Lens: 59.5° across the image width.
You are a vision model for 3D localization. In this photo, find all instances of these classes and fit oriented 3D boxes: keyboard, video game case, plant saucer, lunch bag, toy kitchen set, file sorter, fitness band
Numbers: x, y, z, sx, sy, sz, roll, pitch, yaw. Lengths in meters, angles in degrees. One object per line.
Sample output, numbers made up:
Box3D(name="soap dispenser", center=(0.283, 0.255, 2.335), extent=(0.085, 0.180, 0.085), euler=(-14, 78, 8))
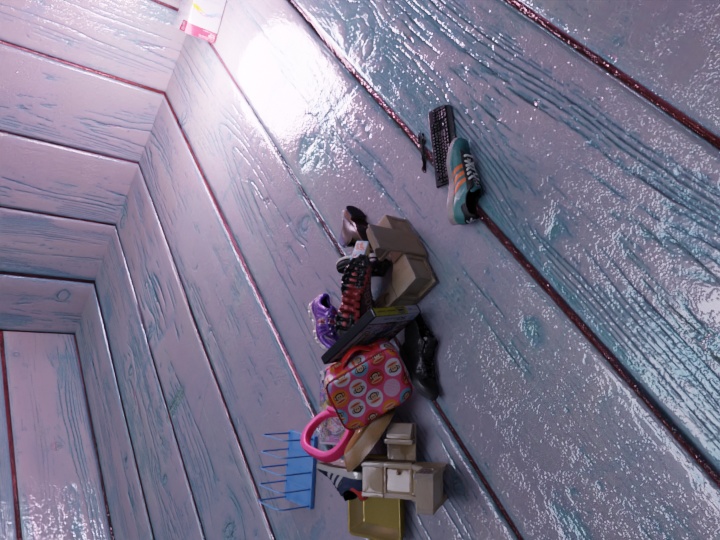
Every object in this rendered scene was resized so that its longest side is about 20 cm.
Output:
Box3D(name="keyboard", center=(0.189, -0.305, 1.576), extent=(0.126, 0.020, 0.205), euler=(-22, 67, 47))
Box3D(name="video game case", center=(0.026, 0.151, 1.486), extent=(0.200, 0.179, 0.026), euler=(-46, 63, 31))
Box3D(name="plant saucer", center=(0.016, 0.399, 1.544), extent=(0.035, 0.200, 0.201), euler=(37, 120, 2))
Box3D(name="lunch bag", center=(0.011, 0.258, 1.477), extent=(0.179, 0.197, 0.082), euler=(65, 175, -21))
Box3D(name="toy kitchen set", center=(0.083, 0.431, 1.401), extent=(0.195, 0.180, 0.168), euler=(-2, 81, 17))
Box3D(name="file sorter", center=(-0.217, 0.582, 1.836), extent=(0.137, 0.121, 0.206), euler=(-4, 81, 50))
Box3D(name="video game case", center=(-0.069, 0.384, 1.770), extent=(0.142, 0.018, 0.206), euler=(-13, 74, 49))
Box3D(name="plant saucer", center=(0.045, 0.564, 1.579), extent=(0.198, 0.048, 0.206), euler=(-13, 74, 48))
Box3D(name="fitness band", center=(-0.086, 0.434, 1.679), extent=(0.198, 0.038, 0.145), euler=(0, 49, 56))
Box3D(name="toy kitchen set", center=(0.049, -0.009, 1.571), extent=(0.181, 0.161, 0.203), euler=(-48, 50, 34))

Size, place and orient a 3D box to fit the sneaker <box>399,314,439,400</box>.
Box3D(name="sneaker", center=(0.150, 0.199, 1.505), extent=(0.105, 0.059, 0.202), euler=(-58, 42, 30))

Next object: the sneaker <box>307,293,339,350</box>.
Box3D(name="sneaker", center=(-0.094, 0.150, 1.798), extent=(0.083, 0.080, 0.203), euler=(-45, 51, 28))

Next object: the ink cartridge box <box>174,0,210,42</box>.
Box3D(name="ink cartridge box", center=(-0.675, -1.093, 2.659), extent=(0.145, 0.142, 0.204), euler=(38, 112, 47))

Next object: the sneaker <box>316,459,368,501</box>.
Box3D(name="sneaker", center=(-0.047, 0.537, 1.605), extent=(0.198, 0.074, 0.087), euler=(-6, 86, 54))

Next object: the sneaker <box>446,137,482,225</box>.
Box3D(name="sneaker", center=(0.248, -0.208, 1.455), extent=(0.079, 0.070, 0.206), euler=(-2, 87, 45))

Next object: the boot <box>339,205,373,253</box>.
Box3D(name="boot", center=(-0.005, -0.086, 1.742), extent=(0.098, 0.073, 0.202), euler=(-68, 31, 31))

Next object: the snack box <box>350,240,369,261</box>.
Box3D(name="snack box", center=(0.003, 0.042, 1.604), extent=(0.117, 0.036, 0.205), euler=(-73, -18, -64))

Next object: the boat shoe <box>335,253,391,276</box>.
Box3D(name="boat shoe", center=(0.002, 0.001, 1.708), extent=(0.196, 0.074, 0.068), euler=(-6, 67, 40))

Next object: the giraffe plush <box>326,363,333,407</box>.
Box3D(name="giraffe plush", center=(-0.019, 0.286, 1.605), extent=(0.197, 0.160, 0.177), euler=(2, 82, 47))

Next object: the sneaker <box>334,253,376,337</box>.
Box3D(name="sneaker", center=(-0.003, 0.063, 1.511), extent=(0.070, 0.097, 0.206), euler=(13, 94, 37))
